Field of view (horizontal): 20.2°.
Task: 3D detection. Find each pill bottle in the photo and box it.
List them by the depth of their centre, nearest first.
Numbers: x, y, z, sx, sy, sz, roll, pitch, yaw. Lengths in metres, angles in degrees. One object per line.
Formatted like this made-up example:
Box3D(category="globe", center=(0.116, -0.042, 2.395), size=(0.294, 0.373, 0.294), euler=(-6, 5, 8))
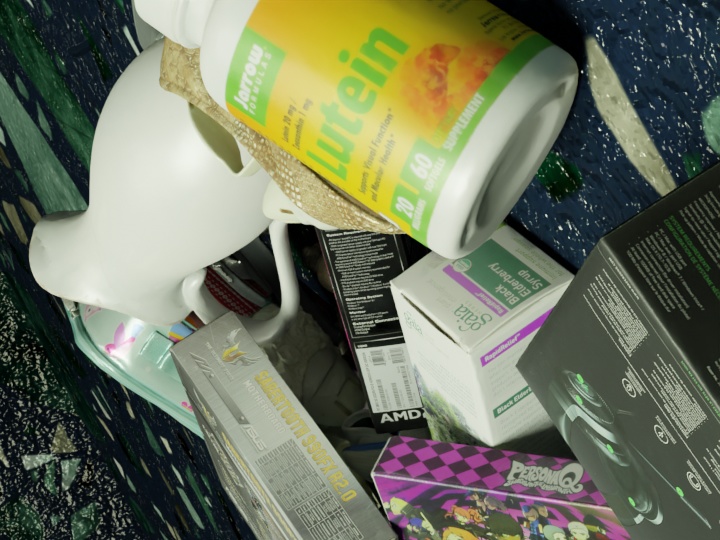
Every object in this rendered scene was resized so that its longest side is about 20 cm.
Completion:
Box3D(category="pill bottle", center=(-0.006, -0.103, 0.958), size=(0.199, 0.111, 0.111), euler=(34, 157, 14))

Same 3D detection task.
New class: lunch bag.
Box3D(category="lunch bag", center=(-0.120, 0.058, 1.427), size=(0.199, 0.077, 0.161), euler=(34, -168, -24))

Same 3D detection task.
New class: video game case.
Box3D(category="video game case", center=(0.120, 0.176, 1.113), size=(0.198, 0.036, 0.182), euler=(6, 133, 30))

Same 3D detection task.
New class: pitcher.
Box3D(category="pitcher", center=(-0.087, -0.043, 1.206), size=(0.170, 0.122, 0.200), euler=(25, 134, -15))

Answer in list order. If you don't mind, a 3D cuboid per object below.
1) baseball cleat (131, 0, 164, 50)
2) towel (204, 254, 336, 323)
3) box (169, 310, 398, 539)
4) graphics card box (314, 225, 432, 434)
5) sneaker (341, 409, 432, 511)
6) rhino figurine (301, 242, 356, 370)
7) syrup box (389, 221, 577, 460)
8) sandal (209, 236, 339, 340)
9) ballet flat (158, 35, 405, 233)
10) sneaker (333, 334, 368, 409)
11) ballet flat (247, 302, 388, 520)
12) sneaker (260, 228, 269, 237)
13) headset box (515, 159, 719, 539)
Box3D(category="baseball cleat", center=(-0.095, -0.128, 1.333), size=(0.201, 0.069, 0.106), euler=(58, 180, 9))
Box3D(category="towel", center=(-0.094, 0.005, 1.452), size=(0.144, 0.023, 0.200), euler=(40, -167, 6))
Box3D(category="box", center=(-0.036, 0.144, 1.224), size=(0.200, 0.048, 0.159), euler=(51, 163, 37))
Box3D(category="graphics card box", center=(0.012, -0.019, 1.170), size=(0.126, 0.050, 0.201), euler=(-89, -14, -48))
Box3D(category="sneaker", center=(0.046, 0.146, 1.328), size=(0.146, 0.081, 0.200), euler=(39, 152, 4))
Box3D(category="rhino figurine", center=(0.000, 0.000, 1.318), size=(0.202, 0.059, 0.087), euler=(68, 166, -20))
Box3D(category="syrup box", center=(0.087, 0.077, 1.145), size=(0.079, 0.081, 0.201), euler=(39, 154, 45))
Box3D(category="sandal", center=(-0.077, -0.001, 1.344), size=(0.200, 0.043, 0.076), euler=(51, 178, -43))
Box3D(category="ballet flat", center=(-0.039, -0.066, 1.049), size=(0.200, 0.070, 0.066), euler=(48, 125, 33))
Box3D(category="sneaker", center=(0.019, 0.122, 1.453), size=(0.201, 0.072, 0.115), euler=(46, 156, 40))
Box3D(category="ballet flat", center=(-0.016, 0.100, 1.348), size=(0.072, 0.071, 0.201), euler=(41, 158, 49))
Box3D(category="sneaker", center=(-0.108, -0.051, 1.413), size=(0.073, 0.072, 0.200), euler=(60, -157, 9))
Box3D(category="headset box", center=(0.164, 0.066, 0.870), size=(0.175, 0.092, 0.200), euler=(56, 164, 13))
